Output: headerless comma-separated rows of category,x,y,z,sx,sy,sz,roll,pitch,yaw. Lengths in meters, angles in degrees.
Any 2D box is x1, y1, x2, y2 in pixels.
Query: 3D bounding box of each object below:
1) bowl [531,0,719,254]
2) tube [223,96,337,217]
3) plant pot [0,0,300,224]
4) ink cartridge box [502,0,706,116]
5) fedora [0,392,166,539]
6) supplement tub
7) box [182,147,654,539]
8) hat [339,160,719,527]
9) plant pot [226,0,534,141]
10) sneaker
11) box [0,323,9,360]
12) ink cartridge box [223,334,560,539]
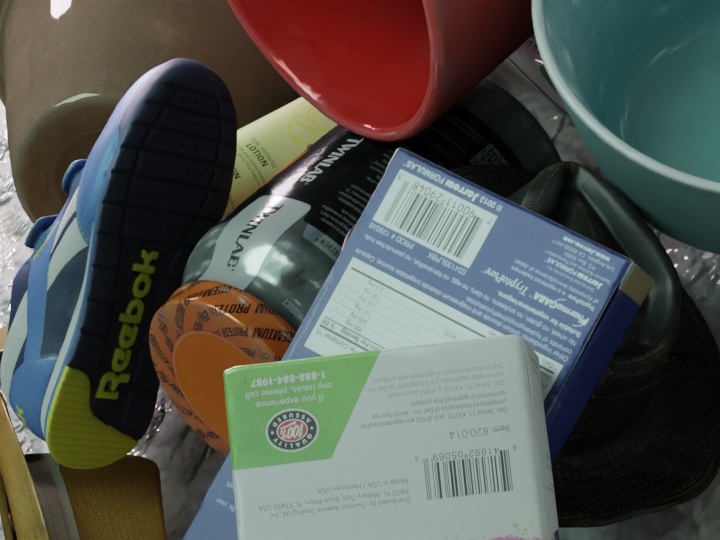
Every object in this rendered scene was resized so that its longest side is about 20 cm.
bowl,0.174,-0.084,1.120,0.200,0.105,0.201,-2,55,2
tube,-0.024,-0.063,1.320,0.200,0.058,0.052,-26,16,-27
plant pot,-0.123,-0.097,1.426,0.200,0.200,0.175,-32,26,26
ink cartridge box,0.136,-0.147,1.293,0.146,0.084,0.200,-48,32,2
fedora,-0.134,0.147,1.296,0.082,0.201,0.201,-11,32,-11
supplement tub,0.000,0.000,1.217,0.122,0.123,0.200,-6,28,48
box,0.018,0.063,1.037,0.121,0.032,0.200,28,85,30
hat,0.084,0.009,1.101,0.081,0.200,0.201,113,166,-45
plant pot,0.038,-0.186,1.182,0.177,0.201,0.200,-34,26,-23
sneaker,-0.123,-0.010,1.229,0.082,0.074,0.201,27,97,50
box,-0.135,0.022,1.376,0.163,0.021,0.200,-21,6,5
ink cartridge box,0.019,0.132,0.959,0.117,0.067,0.201,-7,79,7
